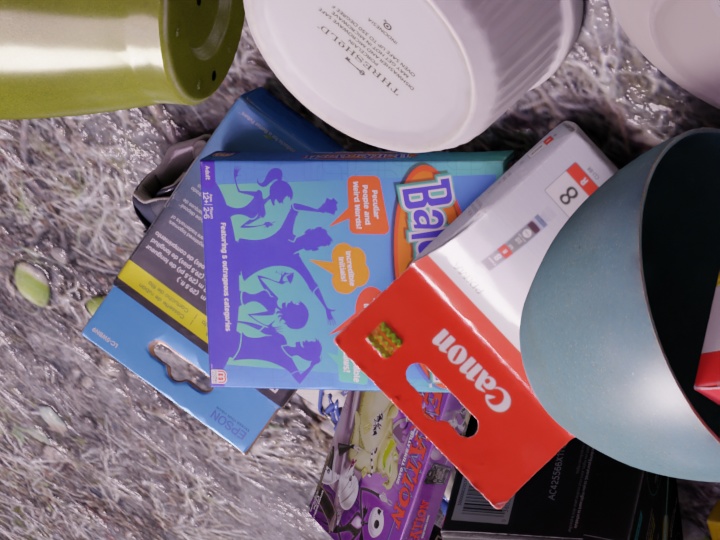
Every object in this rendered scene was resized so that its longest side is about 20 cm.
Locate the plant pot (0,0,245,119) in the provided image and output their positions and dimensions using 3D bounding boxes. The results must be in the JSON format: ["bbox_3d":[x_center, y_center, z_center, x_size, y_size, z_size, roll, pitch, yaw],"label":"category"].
[{"bbox_3d":[-0.180,-0.179,1.448,0.192,0.201,0.201,9,139,18],"label":"plant pot"}]

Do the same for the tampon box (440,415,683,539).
[{"bbox_3d":[0.144,0.188,1.581,0.126,0.150,0.200,3,136,17],"label":"tampon box"}]

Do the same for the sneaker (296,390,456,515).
[{"bbox_3d":[0.011,0.109,1.692,0.200,0.088,0.075,23,146,24],"label":"sneaker"}]

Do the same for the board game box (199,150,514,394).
[{"bbox_3d":[0.000,0.000,1.481,0.200,0.045,0.152,0,101,13],"label":"board game box"}]

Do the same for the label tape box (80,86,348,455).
[{"bbox_3d":[-0.072,-0.001,1.554,0.144,0.063,0.200,36,105,2],"label":"label tape box"}]

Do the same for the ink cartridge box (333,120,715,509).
[{"bbox_3d":[0.108,0.032,1.420,0.162,0.200,0.050,46,-179,-13],"label":"ink cartridge box"}]

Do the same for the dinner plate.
[{"bbox_3d":[0.221,-0.121,1.226,0.200,0.024,0.200,21,156,10],"label":"dinner plate"}]

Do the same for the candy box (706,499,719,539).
[{"bbox_3d":[0.338,0.217,1.573,0.200,0.026,0.102,10,135,35],"label":"candy box"}]

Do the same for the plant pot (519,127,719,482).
[{"bbox_3d":[0.171,0.033,1.325,0.135,0.200,0.200,-20,117,41],"label":"plant pot"}]

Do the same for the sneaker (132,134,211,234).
[{"bbox_3d":[-0.074,-0.015,1.628,0.202,0.077,0.146,19,145,28],"label":"sneaker"}]

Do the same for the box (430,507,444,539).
[{"bbox_3d":[0.022,0.246,1.745,0.086,0.200,0.164,32,148,6],"label":"box"}]

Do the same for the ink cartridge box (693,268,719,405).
[{"bbox_3d":[0.249,0.030,1.244,0.116,0.200,0.067,32,154,-34],"label":"ink cartridge box"}]

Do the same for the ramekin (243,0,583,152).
[{"bbox_3d":[0.022,-0.158,1.347,0.202,0.094,0.203,24,145,19],"label":"ramekin"}]

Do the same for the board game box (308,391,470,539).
[{"bbox_3d":[0.028,0.104,1.572,0.120,0.032,0.200,36,113,51],"label":"board game box"}]
